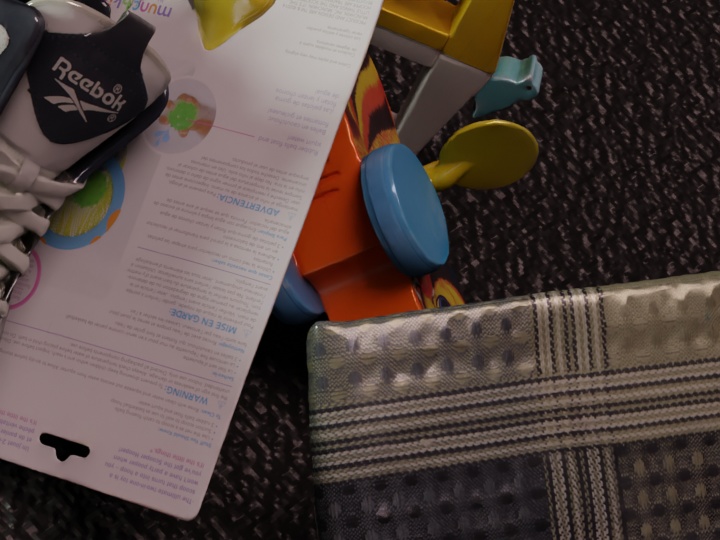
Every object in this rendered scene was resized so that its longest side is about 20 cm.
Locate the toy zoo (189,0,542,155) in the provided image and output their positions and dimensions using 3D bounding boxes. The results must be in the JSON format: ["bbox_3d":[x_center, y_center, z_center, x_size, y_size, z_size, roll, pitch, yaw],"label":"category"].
[{"bbox_3d":[-0.021,-0.111,0.996,0.199,0.132,0.021,21,46,-8],"label":"toy zoo"}]

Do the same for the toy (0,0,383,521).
[{"bbox_3d":[-0.061,-0.021,0.892,0.114,0.047,0.201,14,82,29],"label":"toy"}]

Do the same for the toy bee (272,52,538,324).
[{"bbox_3d":[0.000,0.000,0.945,0.130,0.109,0.202,1,81,23],"label":"toy bee"}]

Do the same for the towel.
[{"bbox_3d":[0.082,0.101,0.865,0.198,0.035,0.194,-5,87,-16],"label":"towel"}]

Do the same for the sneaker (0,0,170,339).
[{"bbox_3d":[-0.118,-0.030,0.848,0.079,0.129,0.200,33,42,-46],"label":"sneaker"}]
